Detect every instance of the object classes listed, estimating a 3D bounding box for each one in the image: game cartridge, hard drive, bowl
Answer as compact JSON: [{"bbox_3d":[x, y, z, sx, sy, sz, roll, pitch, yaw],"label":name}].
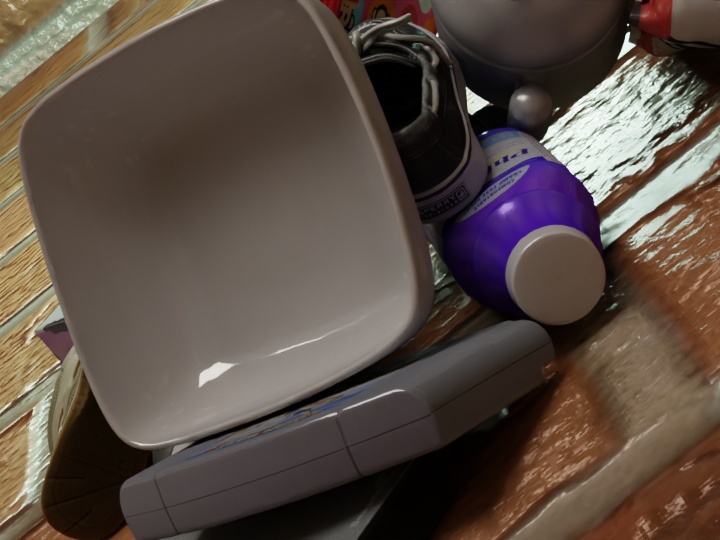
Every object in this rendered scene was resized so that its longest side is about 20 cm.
[{"bbox_3d":[-0.017,0.079,1.110,0.199,0.042,0.133,-21,-1,36],"label":"game cartridge"},{"bbox_3d":[-0.053,0.155,1.099,0.200,0.033,0.140,-20,25,50],"label":"hard drive"},{"bbox_3d":[-0.059,-0.027,1.165,0.199,0.201,0.075,-24,-8,27],"label":"bowl"}]

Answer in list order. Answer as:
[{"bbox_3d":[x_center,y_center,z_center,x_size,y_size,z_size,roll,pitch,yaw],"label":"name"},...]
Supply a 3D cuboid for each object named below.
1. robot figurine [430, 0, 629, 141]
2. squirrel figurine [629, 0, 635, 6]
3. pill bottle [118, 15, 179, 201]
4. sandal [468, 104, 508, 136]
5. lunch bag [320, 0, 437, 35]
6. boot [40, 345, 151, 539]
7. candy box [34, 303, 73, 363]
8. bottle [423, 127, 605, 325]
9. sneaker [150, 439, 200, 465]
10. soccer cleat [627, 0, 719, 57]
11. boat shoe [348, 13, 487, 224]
[{"bbox_3d":[0.096,-0.158,1.306,0.112,0.171,0.200,-3,-10,5],"label":"robot figurine"},{"bbox_3d":[0.146,-0.251,1.420,0.200,0.186,0.142,-42,39,34],"label":"squirrel figurine"},{"bbox_3d":[-0.077,-0.083,1.331,0.112,0.112,0.200,-39,-3,1],"label":"pill bottle"},{"bbox_3d":[0.042,-0.075,1.361,0.075,0.048,0.200,-45,-7,16],"label":"sandal"},{"bbox_3d":[0.000,-0.209,1.416,0.200,0.082,0.177,13,-91,-73],"label":"lunch bag"},{"bbox_3d":[-0.141,0.053,1.425,0.155,0.072,0.201,-124,58,-77],"label":"boot"},{"bbox_3d":[-0.107,-0.009,1.590,0.200,0.072,0.167,-49,19,-30],"label":"candy box"},{"bbox_3d":[0.082,-0.020,1.203,0.083,0.065,0.200,-38,16,3],"label":"bottle"},{"bbox_3d":[-0.106,0.063,1.273,0.099,0.071,0.201,1,63,24],"label":"sneaker"},{"bbox_3d":[0.197,-0.153,1.317,0.200,0.085,0.069,-26,-55,-81],"label":"soccer cleat"},{"bbox_3d":[0.014,-0.099,1.247,0.073,0.068,0.200,-28,31,11],"label":"boat shoe"}]
